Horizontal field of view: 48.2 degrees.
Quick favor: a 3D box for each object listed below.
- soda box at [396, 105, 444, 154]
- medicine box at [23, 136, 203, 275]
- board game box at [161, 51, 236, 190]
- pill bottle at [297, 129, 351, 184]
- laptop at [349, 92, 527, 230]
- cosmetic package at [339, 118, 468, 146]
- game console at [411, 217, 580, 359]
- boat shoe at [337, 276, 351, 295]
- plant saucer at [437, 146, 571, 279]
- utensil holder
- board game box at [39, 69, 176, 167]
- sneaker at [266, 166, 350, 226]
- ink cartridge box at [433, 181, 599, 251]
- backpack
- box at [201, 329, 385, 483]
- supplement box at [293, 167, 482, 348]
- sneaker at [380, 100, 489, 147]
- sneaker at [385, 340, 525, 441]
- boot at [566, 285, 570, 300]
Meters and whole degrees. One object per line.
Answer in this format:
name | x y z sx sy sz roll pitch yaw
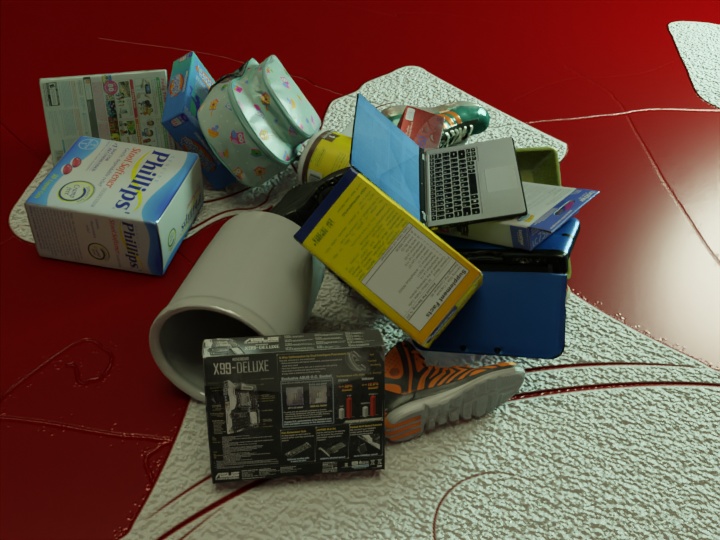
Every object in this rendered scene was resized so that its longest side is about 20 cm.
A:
soda box | 0.067 -0.134 1.167 0.063 0.070 0.201 17 66 -7
medicine box | -0.360 -0.100 1.207 0.199 0.103 0.183 8 42 7
board game box | -0.262 -0.252 1.348 0.045 0.152 0.200 -23 39 15
pill bottle | 0.007 -0.144 1.275 0.199 0.110 0.109 24 46 21
laptop | 0.100 -0.152 1.031 0.199 0.116 0.188 -8 38 10
cosmetic package | 0.071 -0.197 1.367 0.199 0.071 0.101 21 44 18
game console | 0.176 0.015 1.046 0.199 0.119 0.171 2 29 25
boat shoe | 0.000 0.000 1.137 0.062 0.075 0.200 -7 34 -31
plant saucer | 0.203 -0.076 1.185 0.199 0.201 0.048 -5 -2 -19
utensil holder | -0.146 0.043 1.013 0.169 0.170 0.200 11 41 8
board game box | -0.413 -0.251 1.335 0.199 0.148 0.064 -7 14 -10
sneaker | -0.071 -0.107 1.214 0.199 0.076 0.091 -28 34 7
ink cartridge box | 0.193 -0.076 1.041 0.199 0.042 0.119 11 36 44
backpack | -0.163 -0.238 1.289 0.153 0.176 0.200 -24 24 28
box | -0.073 0.151 0.899 0.199 0.158 0.050 -4 20 -7
supplement box | 0.036 -0.012 0.964 0.200 0.110 0.109 40 90 11
sneaker | 0.125 -0.221 1.301 0.199 0.071 0.080 -7 60 -19
sneaker | 0.099 0.128 1.000 0.199 0.078 0.112 -13 45 -18
boot | 0.195 0.046 1.103 0.199 0.107 0.075 -30 35 4
